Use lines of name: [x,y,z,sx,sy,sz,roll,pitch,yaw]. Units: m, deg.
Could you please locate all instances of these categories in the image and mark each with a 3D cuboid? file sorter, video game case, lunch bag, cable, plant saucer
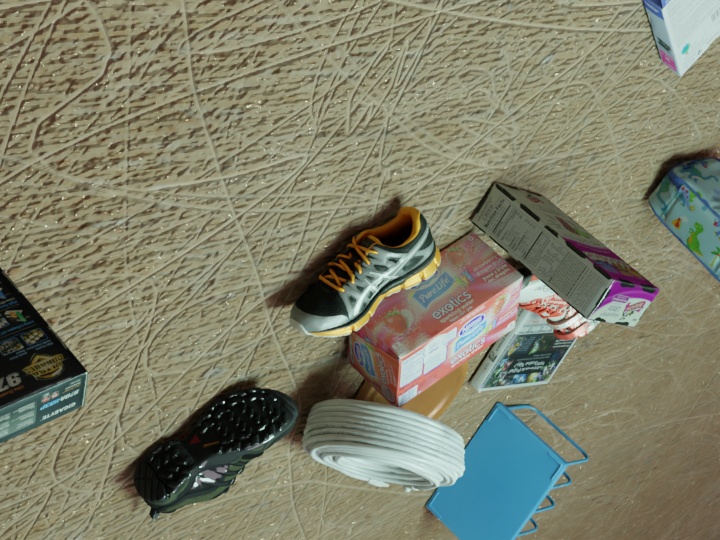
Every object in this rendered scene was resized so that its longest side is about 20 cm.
file sorter: [0.225,0.315,2.265,0.122,0.139,0.201,1,126,-58]
video game case: [0.256,0.089,2.143,0.199,0.023,0.183,0,126,-54]
lunch bag: [0.510,-0.069,2.105,0.160,0.200,0.083,-11,143,-45]
cable: [0.031,0.208,1.814,0.199,0.199,0.070,24,70,-33]
plant saucer: [0.071,0.155,1.958,0.200,0.037,0.201,-34,149,-24]

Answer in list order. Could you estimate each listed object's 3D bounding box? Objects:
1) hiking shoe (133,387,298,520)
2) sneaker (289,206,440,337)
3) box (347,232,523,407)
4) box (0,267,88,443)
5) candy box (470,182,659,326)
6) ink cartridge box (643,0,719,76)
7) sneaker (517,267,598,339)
hiking shoe: [-0.159,0.202,1.686,0.199,0.076,0.101,-28,156,-15]
sneaker: [0.000,0.000,1.645,0.200,0.078,0.078,-36,136,-27]
box: [0.088,0.057,1.800,0.199,0.095,0.103,-33,148,-26]
box: [-0.338,0.077,1.184,0.199,0.159,0.046,-24,146,-37]
candy box: [0.243,-0.018,1.806,0.136,0.200,0.061,10,118,-55]
ink cartridge box: [0.394,-0.326,1.798,0.119,0.042,0.200,-46,154,-2]
sneaker: [0.252,0.043,1.986,0.201,0.067,0.109,-18,99,-46]
